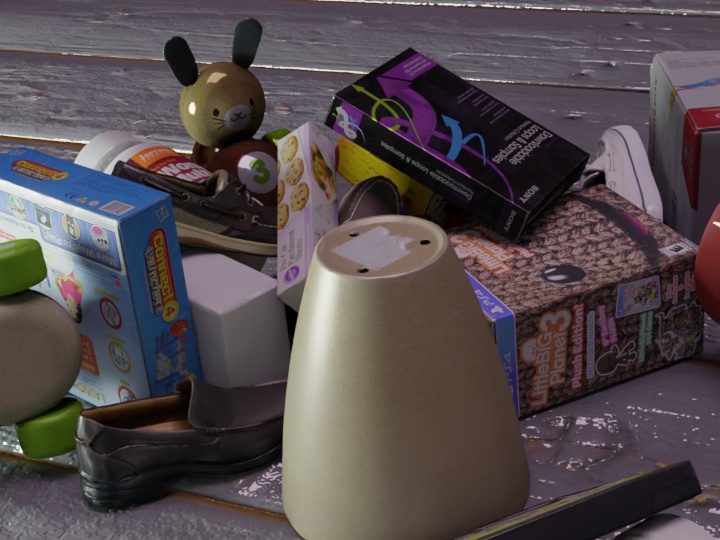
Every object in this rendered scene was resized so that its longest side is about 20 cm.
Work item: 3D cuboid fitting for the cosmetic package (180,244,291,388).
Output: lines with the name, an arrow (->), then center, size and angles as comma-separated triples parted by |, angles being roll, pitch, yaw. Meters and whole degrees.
cosmetic package -> -0.151, 0.036, 1.137 | 0.071, 0.102, 0.199 | -27, 35, -35

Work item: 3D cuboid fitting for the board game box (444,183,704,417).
board game box -> 0.161, 0.021, 1.101 | 0.198, 0.098, 0.159 | -17, 30, -19

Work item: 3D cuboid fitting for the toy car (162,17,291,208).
toy car -> -0.137, -0.160, 1.385 | 0.163, 0.202, 0.158 | -19, 31, -21

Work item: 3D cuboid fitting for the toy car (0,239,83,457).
toy car -> -0.319, 0.060, 1.080 | 0.157, 0.166, 0.200 | -16, 14, -17

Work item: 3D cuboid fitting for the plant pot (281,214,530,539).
plant pot -> 0.023, 0.071, 0.933 | 0.185, 0.202, 0.188 | -6, 29, 3

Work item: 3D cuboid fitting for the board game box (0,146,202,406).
board game box -> -0.226, 0.014, 1.093 | 0.199, 0.197, 0.056 | 19, 37, 38

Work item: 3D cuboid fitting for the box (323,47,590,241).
box -> 0.087, -0.115, 1.144 | 0.199, 0.036, 0.143 | 33, 38, 13

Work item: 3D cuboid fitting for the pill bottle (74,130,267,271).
pill bottle -> -0.188, -0.057, 1.273 | 0.199, 0.110, 0.109 | 31, 45, 33

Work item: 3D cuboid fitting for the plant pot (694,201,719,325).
plant pot -> 0.385, 0.013, 0.995 | 0.199, 0.202, 0.178 | -16, 40, -17

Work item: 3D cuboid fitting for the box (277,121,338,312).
box -> -0.045, -0.047, 1.121 | 0.041, 0.039, 0.201 | -31, 38, 25

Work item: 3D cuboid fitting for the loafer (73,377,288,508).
loafer -> -0.123, 0.117, 1.013 | 0.199, 0.073, 0.073 | -19, 30, -22

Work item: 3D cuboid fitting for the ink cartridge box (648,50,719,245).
ink cartridge box -> 0.333, -0.109, 1.248 | 0.082, 0.147, 0.200 | -4, 29, 3

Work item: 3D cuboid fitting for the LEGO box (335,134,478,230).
LEGO box -> 0.081, -0.084, 1.266 | 0.148, 0.078, 0.200 | 15, 17, -31

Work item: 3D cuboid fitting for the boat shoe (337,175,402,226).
boat shoe -> 0.000, 0.000, 1.119 | 0.071, 0.060, 0.201 | 25, 62, -12

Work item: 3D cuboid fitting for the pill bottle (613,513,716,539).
pill bottle -> 0.119, 0.222, 0.727 | 0.199, 0.115, 0.114 | -24, 33, -28

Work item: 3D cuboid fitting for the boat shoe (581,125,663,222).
boat shoe -> 0.251, -0.088, 1.306 | 0.065, 0.074, 0.200 | -2, 28, 0

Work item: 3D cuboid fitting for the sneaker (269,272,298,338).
sneaker -> -0.025, 0.001, 1.212 | 0.200, 0.068, 0.108 | -15, 28, -22

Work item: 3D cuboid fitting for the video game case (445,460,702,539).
video game case -> 0.084, 0.170, 0.808 | 0.198, 0.026, 0.181 | -17, -11, -18

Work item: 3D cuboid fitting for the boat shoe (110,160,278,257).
boat shoe -> -0.123, -0.054, 1.140 | 0.198, 0.065, 0.073 | 6, 14, -25
